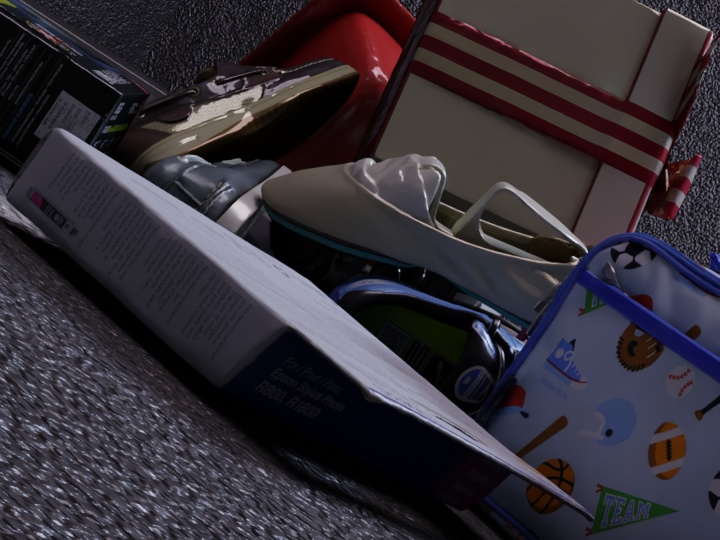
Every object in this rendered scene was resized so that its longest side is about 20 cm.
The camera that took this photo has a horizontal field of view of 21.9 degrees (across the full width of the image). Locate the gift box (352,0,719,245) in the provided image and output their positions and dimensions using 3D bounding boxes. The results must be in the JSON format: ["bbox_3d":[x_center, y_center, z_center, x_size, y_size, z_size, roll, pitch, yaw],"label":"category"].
[{"bbox_3d":[0.113,-0.100,1.150,0.185,0.202,0.185,26,-5,-5],"label":"gift box"}]

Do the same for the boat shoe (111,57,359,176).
[{"bbox_3d":[-0.079,-0.100,1.156,0.065,0.073,0.199,47,43,14],"label":"boat shoe"}]

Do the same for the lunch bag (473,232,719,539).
[{"bbox_3d":[0.141,0.075,0.823,0.075,0.161,0.200,32,5,-44],"label":"lunch bag"}]

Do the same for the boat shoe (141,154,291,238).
[{"bbox_3d":[-0.086,-0.043,1.052,0.062,0.073,0.200,38,8,-3],"label":"boat shoe"}]

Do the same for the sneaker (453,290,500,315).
[{"bbox_3d":[0.079,0.004,1.304,0.074,0.080,0.199,47,32,18],"label":"sneaker"}]

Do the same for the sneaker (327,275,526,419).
[{"bbox_3d":[0.064,0.067,0.937,0.198,0.079,0.089,27,-1,4],"label":"sneaker"}]

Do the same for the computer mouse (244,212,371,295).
[{"bbox_3d":[-0.064,-0.018,1.208,0.199,0.044,0.110,33,6,-1],"label":"computer mouse"}]

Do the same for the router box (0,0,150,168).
[{"bbox_3d":[-0.193,-0.111,0.982,0.149,0.062,0.200,33,3,-6],"label":"router box"}]

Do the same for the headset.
[{"bbox_3d":[0.000,0.000,1.107,0.123,0.095,0.200,26,4,-9],"label":"headset"}]

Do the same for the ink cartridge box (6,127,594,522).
[{"bbox_3d":[-0.022,0.037,0.752,0.200,0.043,0.196,40,4,37],"label":"ink cartridge box"}]

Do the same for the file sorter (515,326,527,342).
[{"bbox_3d":[0.176,0.108,1.036,0.200,0.126,0.139,37,4,37],"label":"file sorter"}]

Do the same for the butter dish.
[{"bbox_3d":[-0.004,-0.065,1.292,0.200,0.199,0.148,43,13,-31],"label":"butter dish"}]

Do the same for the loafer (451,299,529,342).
[{"bbox_3d":[0.102,0.087,1.173,0.199,0.072,0.063,38,10,3],"label":"loafer"}]

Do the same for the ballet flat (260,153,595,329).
[{"bbox_3d":[0.047,-0.025,0.986,0.198,0.070,0.069,23,4,-8],"label":"ballet flat"}]
